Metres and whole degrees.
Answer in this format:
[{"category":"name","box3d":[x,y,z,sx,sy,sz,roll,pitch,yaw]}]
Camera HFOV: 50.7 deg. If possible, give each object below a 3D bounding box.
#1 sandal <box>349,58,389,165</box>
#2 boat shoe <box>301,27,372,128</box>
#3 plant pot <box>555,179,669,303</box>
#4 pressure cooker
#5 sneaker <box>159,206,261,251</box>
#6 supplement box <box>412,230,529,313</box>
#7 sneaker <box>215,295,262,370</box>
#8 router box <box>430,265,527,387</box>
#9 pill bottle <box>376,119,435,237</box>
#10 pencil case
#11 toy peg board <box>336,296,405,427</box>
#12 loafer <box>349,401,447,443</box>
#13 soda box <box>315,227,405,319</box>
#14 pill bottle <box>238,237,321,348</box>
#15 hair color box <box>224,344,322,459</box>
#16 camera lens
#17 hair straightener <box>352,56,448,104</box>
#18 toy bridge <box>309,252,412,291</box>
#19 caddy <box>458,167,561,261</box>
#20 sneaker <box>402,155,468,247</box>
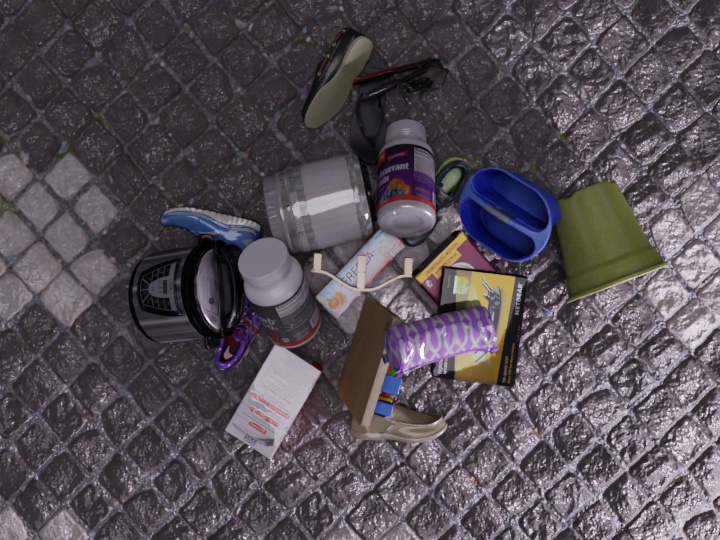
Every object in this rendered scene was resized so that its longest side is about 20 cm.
[{"category":"sandal","box3d":[0.018,-0.309,1.480,0.074,0.043,0.206,2,93,0]},{"category":"boat shoe","box3d":[-0.054,-0.371,1.470,0.063,0.073,0.203,41,105,33]},{"category":"plant pot","box3d":[0.451,-0.061,1.437,0.196,0.200,0.188,-20,82,1]},{"category":"pressure cooker","box3d":[-0.307,0.039,1.412,0.195,0.180,0.178,-7,128,24]},{"category":"sneaker","box3d":[-0.296,-0.072,1.477,0.195,0.079,0.092,12,91,-1]},{"category":"supplement box","box3d":[0.209,0.040,1.472,0.131,0.103,0.200,-43,93,2]},{"category":"sneaker","box3d":[-0.224,0.105,1.485,0.079,0.083,0.204,24,92,-2]},{"category":"router box","box3d":[0.216,0.101,1.398,0.153,0.052,0.206,6,95,1]},{"category":"pill bottle","box3d":[0.085,-0.176,1.424,0.108,0.112,0.205,2,63,0]},{"category":"pencil case","box3d":[0.136,0.121,1.311,0.195,0.084,0.087,-15,67,-13]},{"category":"toy peg board","box3d":[0.047,0.176,1.443,0.096,0.199,0.205,16,94,-16]},{"category":"loafer","box3d":[0.074,0.295,1.501,0.194,0.076,0.070,-2,99,1]},{"category":"soda box","box3d":[0.000,0.000,1.486,0.064,0.068,0.200,44,92,-2]},{"category":"pill bottle","box3d":[-0.150,0.042,1.411,0.113,0.117,0.202,-19,136,1]},{"category":"hair color box","box3d":[-0.170,0.252,1.504,0.110,0.064,0.203,31,92,-3]},{"category":"camera lens","box3d":[-0.072,-0.125,1.433,0.195,0.160,0.164,-13,93,1]},{"category":"hair straightener","box3d":[0.086,-0.355,1.462,0.196,0.041,0.079,-19,87,-17]},{"category":"toy bridge","box3d":[0.001,0.005,1.437,0.194,0.027,0.069,2,93,0]},{"category":"caddy","box3d":[0.276,-0.105,1.422,0.199,0.104,0.144,37,114,30]},{"category":"sneaker","box3d":[0.143,-0.136,1.472,0.073,0.081,0.202,32,93,-2]}]
